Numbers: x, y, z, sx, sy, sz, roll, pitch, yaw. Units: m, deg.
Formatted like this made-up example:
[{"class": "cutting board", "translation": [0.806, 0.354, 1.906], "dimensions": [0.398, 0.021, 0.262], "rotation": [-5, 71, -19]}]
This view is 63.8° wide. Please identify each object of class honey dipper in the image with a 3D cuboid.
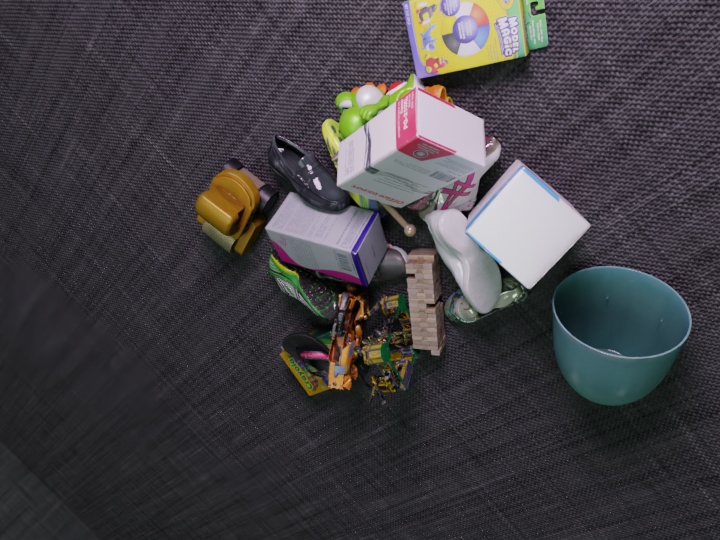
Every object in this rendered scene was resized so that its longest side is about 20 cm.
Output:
[{"class": "honey dipper", "translation": [0.028, -0.131, 1.007], "dimensions": [0.038, 0.038, 0.200], "rotation": [-31, 111, 35]}]

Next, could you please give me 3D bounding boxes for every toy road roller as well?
[{"class": "toy road roller", "translation": [-0.269, -0.112, 1.157], "dimensions": [0.122, 0.146, 0.201], "rotation": [37, 127, 2]}]

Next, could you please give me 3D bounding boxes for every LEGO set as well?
[{"class": "LEGO set", "translation": [0.037, 0.151, 1.145], "dimensions": [0.115, 0.202, 0.154], "rotation": [-13, 132, 30]}]

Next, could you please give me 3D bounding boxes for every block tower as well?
[{"class": "block tower", "translation": [0.126, 0.061, 1.114], "dimensions": [0.057, 0.054, 0.203], "rotation": [2, 113, 25]}]

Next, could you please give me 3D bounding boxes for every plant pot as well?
[{"class": "plant pot", "translation": [0.407, 0.119, 0.939], "dimensions": [0.198, 0.202, 0.162], "rotation": [10, 134, 20]}]

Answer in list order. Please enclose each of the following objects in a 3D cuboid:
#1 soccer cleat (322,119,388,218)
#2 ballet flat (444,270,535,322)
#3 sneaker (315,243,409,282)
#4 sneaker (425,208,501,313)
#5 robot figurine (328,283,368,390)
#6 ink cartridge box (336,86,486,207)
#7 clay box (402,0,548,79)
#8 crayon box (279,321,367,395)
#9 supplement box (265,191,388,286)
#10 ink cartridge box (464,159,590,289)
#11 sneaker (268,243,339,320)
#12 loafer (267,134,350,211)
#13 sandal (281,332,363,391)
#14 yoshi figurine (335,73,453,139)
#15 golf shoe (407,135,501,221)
[{"class": "soccer cleat", "translation": [-0.019, -0.177, 1.051], "dimensions": [0.083, 0.065, 0.201], "rotation": [-26, 104, 37]}, {"class": "ballet flat", "translation": [0.227, 0.054, 1.060], "dimensions": [0.199, 0.074, 0.074], "rotation": [-34, 100, 36]}, {"class": "sneaker", "translation": [0.000, 0.000, 1.130], "dimensions": [0.197, 0.082, 0.078], "rotation": [-2, 117, 27]}, {"class": "sneaker", "translation": [0.174, -0.020, 0.999], "dimensions": [0.202, 0.075, 0.088], "rotation": [61, 162, -18]}, {"class": "robot figurine", "translation": [-0.023, 0.128, 1.162], "dimensions": [0.057, 0.145, 0.203], "rotation": [10, 98, 8]}, {"class": "ink cartridge box", "translation": [0.075, -0.182, 0.907], "dimensions": [0.143, 0.086, 0.199], "rotation": [13, 159, -34]}, {"class": "clay box", "translation": [0.170, -0.366, 0.861], "dimensions": [0.197, 0.048, 0.116], "rotation": [-3, 116, 28]}, {"class": "crayon box", "translation": [-0.094, 0.206, 1.313], "dimensions": [0.199, 0.052, 0.126], "rotation": [-27, 103, 35]}, {"class": "supplement box", "translation": [-0.062, -0.061, 1.082], "dimensions": [0.198, 0.104, 0.102], "rotation": [15, 149, 25]}, {"class": "ink cartridge box", "translation": [0.252, -0.082, 0.903], "dimensions": [0.128, 0.200, 0.126], "rotation": [40, 109, 0]}, {"class": "sneaker", "translation": [-0.117, 0.030, 1.207], "dimensions": [0.200, 0.078, 0.086], "rotation": [47, 141, 20]}, {"class": "loafer", "translation": [-0.098, -0.178, 1.060], "dimensions": [0.200, 0.068, 0.071], "rotation": [39, 147, 23]}, {"class": "sandal", "translation": [-0.084, 0.200, 1.245], "dimensions": [0.198, 0.045, 0.076], "rotation": [31, 126, 7]}, {"class": "yoshi figurine", "translation": [0.045, -0.250, 0.954], "dimensions": [0.197, 0.112, 0.114], "rotation": [8, 127, 25]}, {"class": "golf shoe", "translation": [0.171, -0.148, 0.977], "dimensions": [0.092, 0.073, 0.200], "rotation": [35, 137, -16]}]
